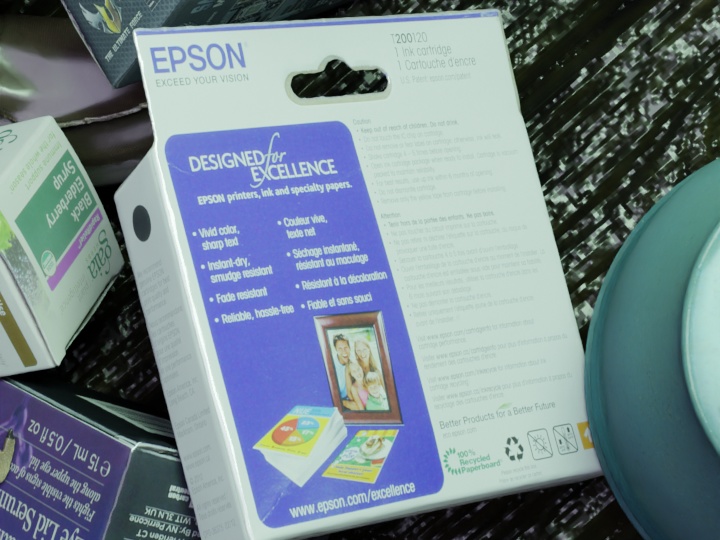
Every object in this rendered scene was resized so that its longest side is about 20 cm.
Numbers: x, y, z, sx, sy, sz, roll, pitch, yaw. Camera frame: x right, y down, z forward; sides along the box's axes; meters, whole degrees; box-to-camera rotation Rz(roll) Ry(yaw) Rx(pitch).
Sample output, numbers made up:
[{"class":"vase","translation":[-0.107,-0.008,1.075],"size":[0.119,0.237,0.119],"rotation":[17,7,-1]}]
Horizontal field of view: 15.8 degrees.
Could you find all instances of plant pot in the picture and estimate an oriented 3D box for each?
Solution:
[{"class":"plant pot","translation":[0.181,0.032,0.957],"size":[0.199,0.188,0.201],"rotation":[-1,83,6]}]

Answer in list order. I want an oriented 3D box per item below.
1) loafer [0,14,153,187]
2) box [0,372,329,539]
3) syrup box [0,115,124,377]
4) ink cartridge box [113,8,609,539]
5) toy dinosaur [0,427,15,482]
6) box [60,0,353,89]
[{"class":"loafer","translation":[-0.134,-0.075,1.105],"size":[0.199,0.072,0.073],"rotation":[-19,38,13]},{"class":"box","translation":[-0.113,0.156,1.047],"size":[0.148,0.104,0.201],"rotation":[17,89,55]},{"class":"syrup box","translation":[-0.208,0.003,1.092],"size":[0.199,0.079,0.082],"rotation":[-11,119,27]},{"class":"ink cartridge box","translation":[0.000,0.000,1.024],"size":[0.043,0.197,0.201],"rotation":[-21,79,48]},{"class":"toy dinosaur","translation":[-0.189,0.074,1.045],"size":[0.101,0.058,0.201],"rotation":[19,122,46]},{"class":"box","translation":[-0.011,-0.158,1.002],"size":[0.051,0.157,0.200],"rotation":[58,143,10]}]
